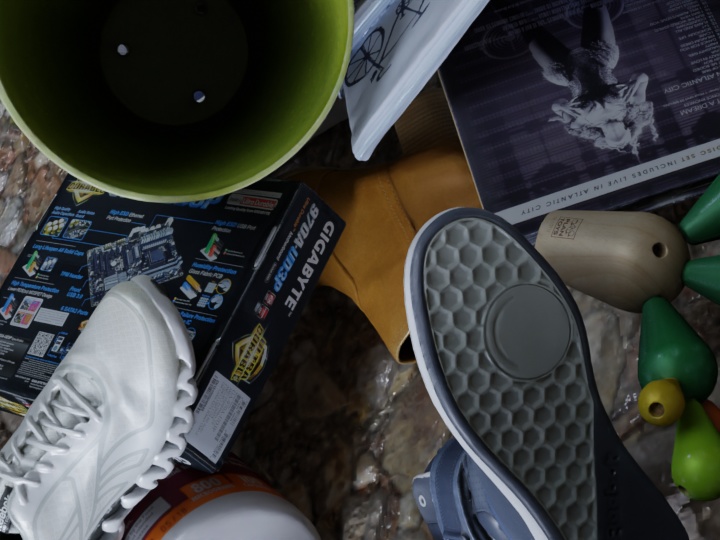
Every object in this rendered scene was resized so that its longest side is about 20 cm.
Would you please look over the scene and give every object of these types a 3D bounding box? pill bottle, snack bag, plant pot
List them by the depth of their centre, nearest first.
[{"bbox_3d":[0.034,-0.171,0.922,0.189,0.021,0.200,-51,27,27],"label":"snack bag"},{"bbox_3d":[-0.106,-0.132,0.962,0.187,0.187,0.200,-64,6,0],"label":"plant pot"},{"bbox_3d":[-0.115,0.141,0.987,0.200,0.114,0.114,31,93,52],"label":"pill bottle"}]

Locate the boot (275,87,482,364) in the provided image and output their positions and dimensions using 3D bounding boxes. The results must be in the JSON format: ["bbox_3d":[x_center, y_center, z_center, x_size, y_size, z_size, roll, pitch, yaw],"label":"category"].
[{"bbox_3d":[0.001,0.000,0.970,0.201,0.071,0.144,-38,44,23],"label":"boot"}]

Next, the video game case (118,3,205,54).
[{"bbox_3d":[-0.099,-0.175,1.131,0.200,0.143,0.018,-21,71,41],"label":"video game case"}]

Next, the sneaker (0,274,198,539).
[{"bbox_3d":[-0.144,0.093,0.865,0.075,0.081,0.200,41,116,36],"label":"sneaker"}]

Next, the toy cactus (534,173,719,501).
[{"bbox_3d":[0.151,0.003,0.752,0.165,0.102,0.200,13,77,31],"label":"toy cactus"}]

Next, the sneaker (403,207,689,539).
[{"bbox_3d":[0.055,0.063,0.781,0.077,0.202,0.146,-32,14,-17],"label":"sneaker"}]

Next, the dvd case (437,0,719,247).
[{"bbox_3d":[0.117,-0.103,0.882,0.149,0.016,0.200,-18,48,4],"label":"dvd case"}]

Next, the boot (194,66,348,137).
[{"bbox_3d":[-0.067,-0.121,1.115,0.200,0.073,0.090,-36,51,32],"label":"boot"}]

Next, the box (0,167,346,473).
[{"bbox_3d":[-0.124,0.018,0.977,0.200,0.046,0.159,9,64,42],"label":"box"}]
